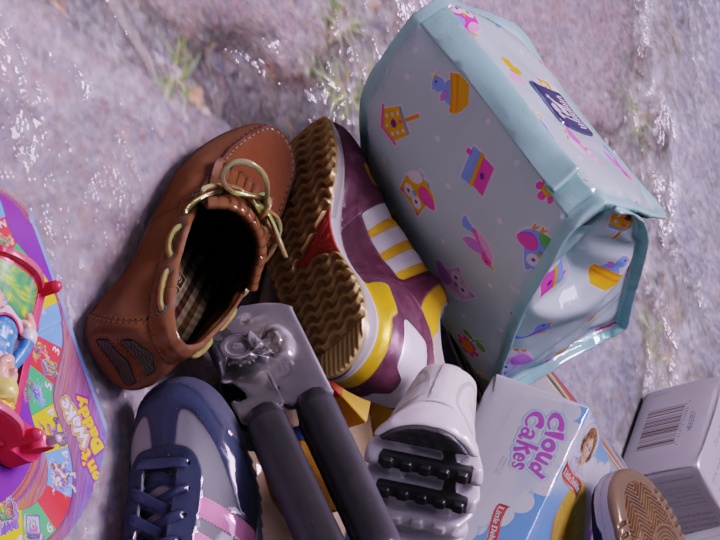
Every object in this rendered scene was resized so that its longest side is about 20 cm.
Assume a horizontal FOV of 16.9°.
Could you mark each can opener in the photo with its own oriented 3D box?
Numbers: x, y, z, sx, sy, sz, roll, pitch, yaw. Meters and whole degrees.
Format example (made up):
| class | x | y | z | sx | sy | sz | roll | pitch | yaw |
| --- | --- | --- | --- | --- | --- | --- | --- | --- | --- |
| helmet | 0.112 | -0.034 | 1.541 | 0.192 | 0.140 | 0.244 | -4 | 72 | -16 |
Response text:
| class | x | y | z | sx | sy | sz | roll | pitch | yaw |
| --- | --- | --- | --- | --- | --- | --- | --- | --- | --- |
| can opener | -0.031 | 0.096 | 1.264 | 0.067 | 0.053 | 0.200 | 87 | -18 | -46 |

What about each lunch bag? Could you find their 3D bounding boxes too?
| class | x | y | z | sx | sy | sz | roll | pitch | yaw |
| --- | --- | --- | --- | --- | --- | --- | --- | --- | --- |
| lunch bag | 0.084 | -0.048 | 1.390 | 0.170 | 0.122 | 0.200 | 55 | -17 | 23 |

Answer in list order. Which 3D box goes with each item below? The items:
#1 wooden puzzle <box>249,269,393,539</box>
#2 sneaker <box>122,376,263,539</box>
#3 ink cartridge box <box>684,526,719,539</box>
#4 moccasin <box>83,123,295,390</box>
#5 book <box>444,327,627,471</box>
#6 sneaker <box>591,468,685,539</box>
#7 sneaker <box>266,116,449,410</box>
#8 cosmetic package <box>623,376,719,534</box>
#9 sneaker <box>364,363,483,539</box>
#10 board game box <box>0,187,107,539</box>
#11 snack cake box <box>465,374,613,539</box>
| class | x | y | z | sx | sy | sz | roll | pitch | yaw |
| --- | --- | --- | --- | --- | --- | --- | --- | --- | --- |
| wooden puzzle | -0.004 | 0.112 | 1.398 | 0.185 | 0.046 | 0.200 | 49 | 41 | -35 |
| sneaker | -0.094 | 0.149 | 1.223 | 0.082 | 0.070 | 0.200 | 13 | 65 | -57 |
| ink cartridge box | 0.229 | 0.269 | 1.478 | 0.174 | 0.043 | 0.200 | -19 | 93 | -74 |
| moccasin | -0.078 | -0.016 | 1.306 | 0.074 | 0.078 | 0.201 | 61 | 35 | -18 |
| book | 0.127 | 0.097 | 1.561 | 0.200 | 0.048 | 0.134 | 49 | 9 | -34 |
| sneaker | 0.143 | 0.217 | 1.408 | 0.070 | 0.108 | 0.200 | -23 | 98 | -51 |
| sneaker | 0.000 | 0.000 | 1.375 | 0.090 | 0.075 | 0.200 | 29 | 35 | -34 |
| cosmetic package | 0.266 | 0.187 | 1.759 | 0.200 | 0.074 | 0.102 | 56 | 38 | -26 |
| sneaker | 0.028 | 0.138 | 1.310 | 0.081 | 0.075 | 0.200 | -74 | 180 | -54 |
| board game box | -0.173 | 0.042 | 1.171 | 0.158 | 0.039 | 0.200 | -28 | 102 | -57 |
| snack cake box | 0.103 | 0.166 | 1.436 | 0.115 | 0.067 | 0.200 | -60 | 151 | -22 |
